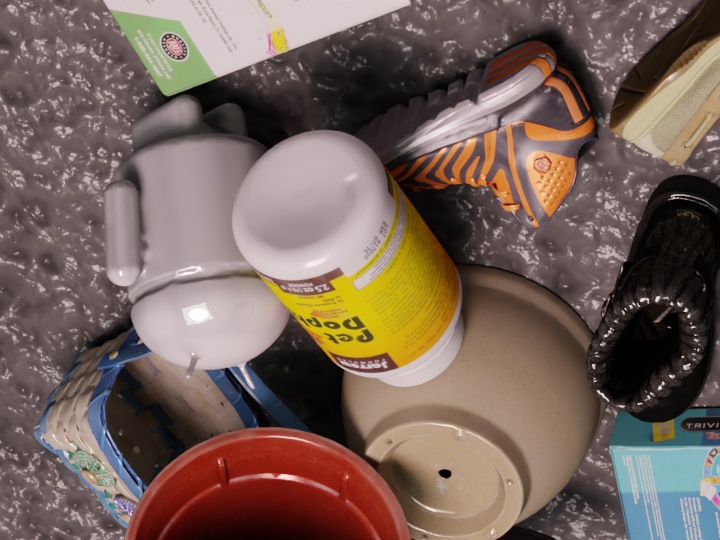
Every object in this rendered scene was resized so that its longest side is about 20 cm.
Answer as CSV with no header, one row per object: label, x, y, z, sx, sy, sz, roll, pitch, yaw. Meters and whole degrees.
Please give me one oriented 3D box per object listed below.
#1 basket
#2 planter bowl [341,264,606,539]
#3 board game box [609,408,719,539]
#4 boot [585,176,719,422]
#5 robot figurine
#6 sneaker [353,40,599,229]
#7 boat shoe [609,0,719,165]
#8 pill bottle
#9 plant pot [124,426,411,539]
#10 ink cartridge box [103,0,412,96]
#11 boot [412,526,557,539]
basket,-0.131,0.120,1.652,0.200,0.139,0.176,-19,123,37
planter bowl,0.073,0.116,1.592,0.199,0.135,0.201,8,128,10
board game box,0.297,0.173,1.622,0.199,0.047,0.151,-2,124,18
boot,0.199,0.056,1.493,0.079,0.158,0.212,9,127,10
robot figurine,-0.108,-0.018,1.514,0.169,0.201,0.113,7,158,-40
sneaker,0.073,-0.067,1.493,0.200,0.078,0.112,-23,115,30
boat shoe,0.241,-0.139,1.395,0.063,0.073,0.201,32,131,-16
pill bottle,0.000,0.000,1.467,0.109,0.110,0.200,-8,148,22
plant pot,-0.066,0.246,1.577,0.200,0.201,0.195,14,149,7
ink cartridge box,-0.073,-0.219,1.420,0.199,0.084,0.145,-18,119,28
boot,0.098,0.292,1.658,0.188,0.069,0.201,-3,123,16
